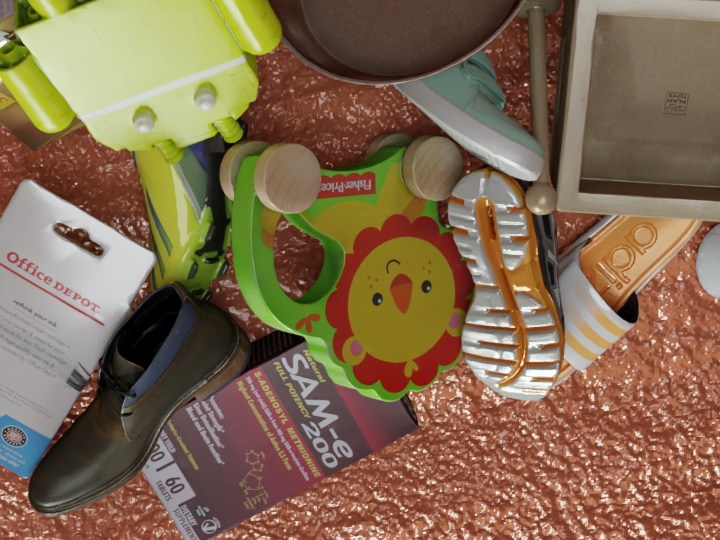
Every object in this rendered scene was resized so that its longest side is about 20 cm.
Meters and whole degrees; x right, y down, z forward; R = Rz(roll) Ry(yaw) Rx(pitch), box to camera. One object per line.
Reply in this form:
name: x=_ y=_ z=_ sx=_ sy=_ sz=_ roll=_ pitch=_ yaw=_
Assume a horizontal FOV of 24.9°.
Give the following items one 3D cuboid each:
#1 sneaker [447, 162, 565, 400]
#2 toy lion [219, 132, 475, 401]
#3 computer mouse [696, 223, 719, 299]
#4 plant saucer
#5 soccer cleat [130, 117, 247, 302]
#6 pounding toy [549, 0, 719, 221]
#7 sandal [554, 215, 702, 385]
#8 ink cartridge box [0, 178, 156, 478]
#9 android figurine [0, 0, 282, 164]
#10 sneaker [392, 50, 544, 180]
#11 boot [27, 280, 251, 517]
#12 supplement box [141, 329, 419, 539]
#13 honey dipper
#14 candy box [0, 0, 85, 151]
sneaker: x=0.117 y=0.006 z=1.189 sx=0.078 sy=0.077 sz=0.200 roll=6 pitch=122 yaw=23
toy lion: x=0.000 y=0.000 z=1.166 sx=0.200 sy=0.069 sz=0.192 roll=-6 pitch=99 yaw=-35
computer mouse: x=0.359 y=0.001 z=1.251 sx=0.200 sy=0.044 sz=0.110 roll=0 pitch=108 yaw=-5
plant saucer: x=0.032 y=-0.210 z=1.103 sx=0.200 sy=0.034 sz=0.201 roll=-7 pitch=69 yaw=18
soccer cleat: x=-0.134 y=-0.059 z=1.194 sx=0.084 sy=0.065 sz=0.200 roll=18 pitch=111 yaw=21
pounding toy: x=0.236 y=-0.152 z=1.163 sx=0.184 sy=0.142 sz=0.200 roll=4 pitch=111 yaw=2
sandal: x=0.185 y=0.008 z=1.230 sx=0.079 sy=0.059 sz=0.207 roll=39 pitch=100 yaw=-14
ink cartridge box: x=-0.239 y=0.035 z=1.191 sx=0.116 sy=0.068 sz=0.200 roll=31 pitch=105 yaw=-8
android figurine: x=-0.142 y=-0.143 z=1.062 sx=0.182 sy=0.041 sz=0.200 roll=-18 pitch=139 yaw=9
sneaker: x=0.079 y=-0.156 z=1.121 sx=0.118 sy=0.074 sz=0.200 roll=-47 pitch=61 yaw=4
boot: x=-0.177 y=0.088 z=1.167 sx=0.200 sy=0.075 sz=0.097 roll=-43 pitch=146 yaw=-7
supplement box: x=-0.069 y=0.114 z=1.241 sx=0.200 sy=0.061 sz=0.109 roll=-29 pitch=106 yaw=3
honey dipper: x=0.126 y=-0.134 z=1.142 sx=0.038 sy=0.038 sz=0.200 roll=0 pitch=74 yaw=-5
candy box: x=-0.177 y=-0.168 z=1.100 sx=0.200 sy=0.055 sz=0.115 roll=-25 pitch=141 yaw=18
